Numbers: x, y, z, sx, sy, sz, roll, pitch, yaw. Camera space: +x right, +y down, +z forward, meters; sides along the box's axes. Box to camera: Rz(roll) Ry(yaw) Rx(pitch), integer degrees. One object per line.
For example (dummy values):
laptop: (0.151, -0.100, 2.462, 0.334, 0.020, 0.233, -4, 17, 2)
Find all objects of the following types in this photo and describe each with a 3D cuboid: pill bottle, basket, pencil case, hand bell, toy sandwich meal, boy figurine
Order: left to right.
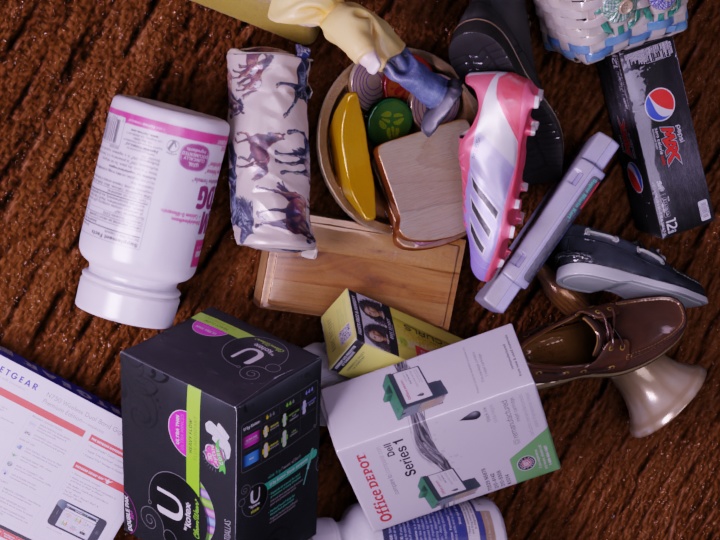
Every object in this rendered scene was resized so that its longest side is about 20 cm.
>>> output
pill bottle: (-0.198, -0.055, 1.564, 0.113, 0.113, 0.201, 12, 97, -18)
pencil case: (-0.080, -0.111, 1.586, 0.089, 0.078, 0.201, -1, 87, -26)
boy figurine: (0.003, -0.207, 1.553, 0.200, 0.124, 0.065, 34, 106, -9)
pill bottle: (0.041, 0.288, 1.699, 0.199, 0.111, 0.112, 0, 100, -16)
toy sandwich meal: (0.051, -0.119, 1.632, 0.204, 0.070, 0.206, -1, 92, -23)
hand bell: (0.255, 0.067, 1.748, 0.104, 0.104, 0.200, -44, 96, -5)
basket: (0.241, -0.315, 1.629, 0.176, 0.139, 0.201, -21, 110, -18)

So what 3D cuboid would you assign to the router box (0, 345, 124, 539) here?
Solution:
router box: (-0.314, 0.192, 1.610, 0.199, 0.049, 0.180, 31, 90, -19)

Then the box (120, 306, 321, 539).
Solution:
box: (-0.129, 0.163, 1.560, 0.124, 0.148, 0.201, -28, 130, -45)

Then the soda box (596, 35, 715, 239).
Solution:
soda box: (0.300, -0.139, 1.717, 0.063, 0.071, 0.201, -18, 104, -11)

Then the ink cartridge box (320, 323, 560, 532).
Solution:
ink cartridge box: (0.076, 0.154, 1.614, 0.199, 0.085, 0.146, -20, 135, 2)

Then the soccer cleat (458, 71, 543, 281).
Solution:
soccer cleat: (0.121, -0.090, 1.589, 0.076, 0.067, 0.201, 13, 108, 11)

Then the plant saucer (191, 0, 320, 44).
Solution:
plant saucer: (-0.094, -0.337, 1.577, 0.199, 0.048, 0.201, 19, 94, -19)

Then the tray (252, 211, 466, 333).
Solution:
tray: (0.000, 0.000, 1.674, 0.199, 0.037, 0.099, 8, 97, -17)

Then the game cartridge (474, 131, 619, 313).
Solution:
game cartridge: (0.185, -0.044, 1.671, 0.038, 0.130, 0.200, 35, 90, -4)

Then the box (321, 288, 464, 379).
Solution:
box: (0.057, 0.091, 1.664, 0.199, 0.075, 0.050, 25, 124, -28)

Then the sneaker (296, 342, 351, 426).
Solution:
sneaker: (-0.022, 0.110, 1.671, 0.199, 0.076, 0.081, 8, 54, -32)

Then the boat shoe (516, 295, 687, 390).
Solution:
boat shoe: (0.238, 0.070, 1.678, 0.199, 0.068, 0.072, -16, 77, -8)

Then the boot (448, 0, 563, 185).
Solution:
boot: (0.158, -0.198, 1.657, 0.077, 0.139, 0.200, -8, 131, 23)

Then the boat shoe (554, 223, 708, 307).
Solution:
boat shoe: (0.284, -0.003, 1.731, 0.199, 0.075, 0.061, 15, 69, -39)
